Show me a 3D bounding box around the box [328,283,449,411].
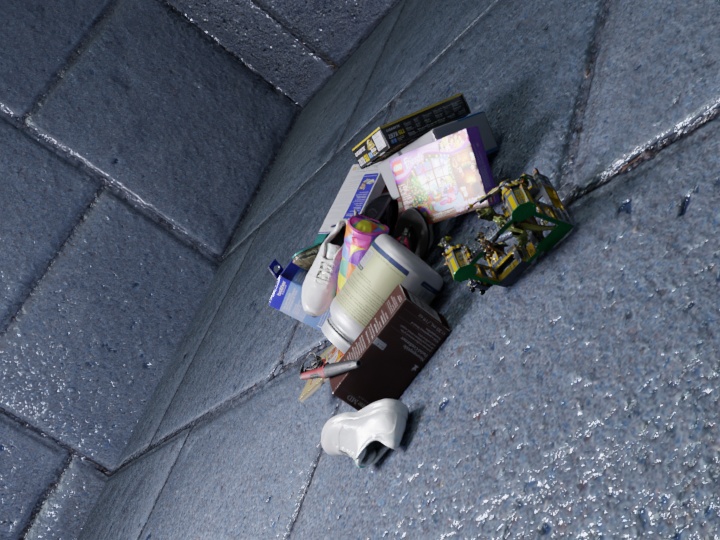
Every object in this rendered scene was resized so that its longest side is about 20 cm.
[{"bbox_3d":[0.044,0.136,1.352,0.201,0.099,0.075,-53,17,12],"label":"box"}]

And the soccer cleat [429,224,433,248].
[{"bbox_3d":[0.118,-0.077,1.621,0.085,0.070,0.203,-4,51,44],"label":"soccer cleat"}]

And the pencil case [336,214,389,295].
[{"bbox_3d":[0.000,0.000,1.541,0.089,0.086,0.204,-88,7,-61],"label":"pencil case"}]

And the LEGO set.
[{"bbox_3d":[0.202,-0.073,1.201,0.201,0.151,0.117,-56,40,39],"label":"LEGO set"}]

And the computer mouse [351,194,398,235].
[{"bbox_3d":[0.019,-0.090,1.654,0.200,0.052,0.141,-50,-35,-52],"label":"computer mouse"}]

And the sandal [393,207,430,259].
[{"bbox_3d":[0.073,-0.017,1.536,0.045,0.074,0.204,-8,-58,-55],"label":"sandal"}]

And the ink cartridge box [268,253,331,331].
[{"bbox_3d":[-0.101,0.046,1.694,0.137,0.197,0.078,-63,-2,-67],"label":"ink cartridge box"}]

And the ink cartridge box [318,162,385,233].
[{"bbox_3d":[-0.010,-0.147,1.752,0.093,0.037,0.202,-1,49,37],"label":"ink cartridge box"}]

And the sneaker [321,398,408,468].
[{"bbox_3d":[-0.003,0.272,1.299,0.199,0.074,0.090,-37,37,45],"label":"sneaker"}]

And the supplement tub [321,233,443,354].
[{"bbox_3d":[0.036,0.056,1.444,0.202,0.144,0.145,-54,17,6],"label":"supplement tub"}]

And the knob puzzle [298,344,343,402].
[{"bbox_3d":[-0.025,0.158,1.606,0.220,0.030,0.220,-46,7,7],"label":"knob puzzle"}]

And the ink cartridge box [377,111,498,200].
[{"bbox_3d":[0.150,-0.223,1.628,0.143,0.085,0.199,-25,1,-33],"label":"ink cartridge box"}]

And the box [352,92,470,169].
[{"bbox_3d":[0.098,-0.273,1.630,0.197,0.050,0.159,-26,-1,-21],"label":"box"}]

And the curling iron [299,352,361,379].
[{"bbox_3d":[-0.053,0.156,1.365,0.199,0.025,0.050,-18,45,62],"label":"curling iron"}]

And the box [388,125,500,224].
[{"bbox_3d":[0.148,-0.163,1.495,0.039,0.140,0.198,-19,2,-43],"label":"box"}]

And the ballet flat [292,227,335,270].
[{"bbox_3d":[-0.078,-0.033,1.711,0.067,0.076,0.200,-29,8,22],"label":"ballet flat"}]

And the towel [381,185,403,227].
[{"bbox_3d":[0.054,-0.182,1.795,0.142,0.023,0.205,-8,66,35],"label":"towel"}]

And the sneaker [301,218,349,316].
[{"bbox_3d":[-0.065,-0.011,1.598,0.080,0.069,0.204,86,-156,-71],"label":"sneaker"}]
